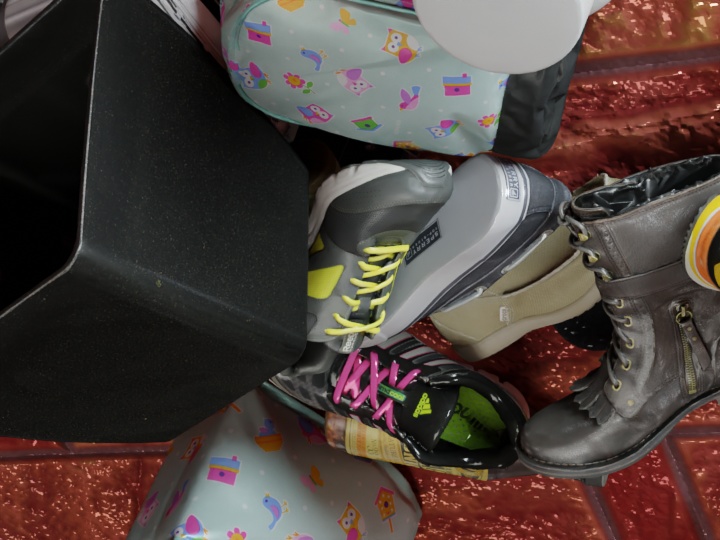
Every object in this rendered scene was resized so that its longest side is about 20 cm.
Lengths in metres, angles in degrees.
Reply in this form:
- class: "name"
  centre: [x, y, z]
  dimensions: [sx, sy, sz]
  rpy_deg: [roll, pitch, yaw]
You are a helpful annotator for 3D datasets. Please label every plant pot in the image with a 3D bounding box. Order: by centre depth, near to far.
- class: "plant pot"
  centre: [-0.136, -0.013, 1.147]
  dimensions: [0.177, 0.200, 0.200]
  rpy_deg: [25, 138, -33]

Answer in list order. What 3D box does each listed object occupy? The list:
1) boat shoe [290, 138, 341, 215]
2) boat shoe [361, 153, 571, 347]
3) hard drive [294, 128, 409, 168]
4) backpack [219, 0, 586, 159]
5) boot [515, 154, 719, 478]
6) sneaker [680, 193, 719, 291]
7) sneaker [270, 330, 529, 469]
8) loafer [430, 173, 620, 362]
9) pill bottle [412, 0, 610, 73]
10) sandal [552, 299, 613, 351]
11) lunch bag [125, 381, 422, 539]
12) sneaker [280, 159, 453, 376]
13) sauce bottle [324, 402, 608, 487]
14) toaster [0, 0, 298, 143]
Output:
- class: "boat shoe"
  centre: [-0.090, -0.021, 1.304]
  dimensions: [0.199, 0.073, 0.063]
  rpy_deg: [-15, 133, 30]
- class: "boat shoe"
  centre: [0.051, -0.006, 1.252]
  dimensions: [0.068, 0.072, 0.200]
  rpy_deg: [11, 145, -34]
- class: "hard drive"
  centre: [-0.064, -0.036, 1.360]
  dimensions: [0.199, 0.038, 0.140]
  rpy_deg: [10, 137, 14]
- class: "backpack"
  centre: [0.024, -0.143, 1.137]
  dimensions: [0.199, 0.127, 0.167]
  rpy_deg: [14, 137, 3]
- class: "boot"
  centre: [0.156, 0.022, 1.216]
  dimensions: [0.200, 0.069, 0.174]
  rpy_deg: [-26, 125, 8]
- class: "sneaker"
  centre: [0.278, 0.008, 1.161]
  dimensions: [0.200, 0.090, 0.070]
  rpy_deg: [9, 106, -33]
- class: "sneaker"
  centre: [0.028, 0.079, 1.338]
  dimensions: [0.199, 0.087, 0.074]
  rpy_deg: [23, 95, -14]
- class: "loafer"
  centre: [0.101, -0.004, 1.293]
  dimensions: [0.068, 0.076, 0.200]
  rpy_deg: [30, 139, -18]
- class: "pill bottle"
  centre: [0.090, -0.191, 1.006]
  dimensions: [0.112, 0.200, 0.112]
  rpy_deg: [11, 138, 11]
- class: "sandal"
  centre: [0.203, -0.002, 1.276]
  dimensions: [0.200, 0.045, 0.075]
  rpy_deg: [-20, 125, 40]
- class: "lunch bag"
  centre: [-0.056, 0.200, 1.505]
  dimensions: [0.200, 0.171, 0.122]
  rpy_deg: [37, 142, -19]
- class: "sneaker"
  centre: [0.000, 0.000, 1.212]
  dimensions: [0.074, 0.085, 0.200]
  rpy_deg: [-2, 157, -31]
- class: "sauce bottle"
  centre: [0.076, 0.112, 1.436]
  dimensions: [0.199, 0.066, 0.066]
  rpy_deg: [9, 137, 15]
- class: "toaster"
  centre: [-0.120, -0.140, 1.219]
  dimensions: [0.129, 0.114, 0.200]
  rpy_deg: [-19, 126, 33]
